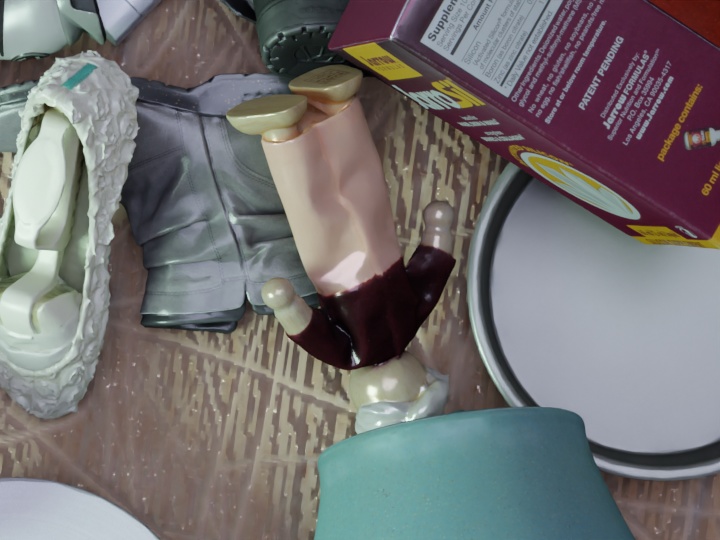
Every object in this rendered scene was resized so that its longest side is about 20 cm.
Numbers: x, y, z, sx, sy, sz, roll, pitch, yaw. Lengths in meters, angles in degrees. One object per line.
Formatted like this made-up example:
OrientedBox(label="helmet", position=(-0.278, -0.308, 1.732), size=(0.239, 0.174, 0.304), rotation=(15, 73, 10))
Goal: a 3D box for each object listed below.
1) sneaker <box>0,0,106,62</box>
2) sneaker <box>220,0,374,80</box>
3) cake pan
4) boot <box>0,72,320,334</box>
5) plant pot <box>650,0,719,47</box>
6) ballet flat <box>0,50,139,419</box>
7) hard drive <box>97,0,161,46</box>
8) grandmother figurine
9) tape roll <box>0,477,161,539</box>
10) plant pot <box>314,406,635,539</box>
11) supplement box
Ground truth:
OrientedBox(label="sneaker", position=(-0.194, -0.203, 1.512), size=(0.088, 0.074, 0.201), rotation=(-14, 86, -3))
OrientedBox(label="sneaker", position=(0.002, -0.145, 1.539), size=(0.199, 0.060, 0.104), rotation=(5, 49, -26))
OrientedBox(label="cake pan", position=(0.153, 0.009, 1.547), size=(0.200, 0.037, 0.201), rotation=(0, 84, -2))
OrientedBox(label="boot", position=(-0.110, -0.032, 1.529), size=(0.199, 0.070, 0.132), rotation=(-1, 90, 2))
OrientedBox(label="plant pot", position=(0.233, -0.220, 1.507), size=(0.200, 0.201, 0.195), rotation=(34, 75, 2))
OrientedBox(label="ballet flat", position=(-0.159, -0.012, 1.484), size=(0.072, 0.072, 0.201), rotation=(10, 112, -1))
OrientedBox(label="hard drive", position=(-0.106, -0.235, 1.568), size=(0.132, 0.027, 0.200), rotation=(43, 84, 3))
OrientedBox(label="grandmother figurine", position=(0.000, 0.000, 1.505), size=(0.121, 0.061, 0.201), rotation=(-23, 110, -22))
OrientedBox(label="tape roll", position=(-0.171, 0.205, 1.500), size=(0.200, 0.066, 0.201), rotation=(0, 85, -2))
OrientedBox(label="plant pot", position=(0.059, 0.169, 1.456), size=(0.199, 0.200, 0.189), rotation=(-7, 77, -3))
OrientedBox(label="supplement box", position=(0.098, -0.095, 1.457), size=(0.200, 0.110, 0.086), rotation=(31, 83, -15))
